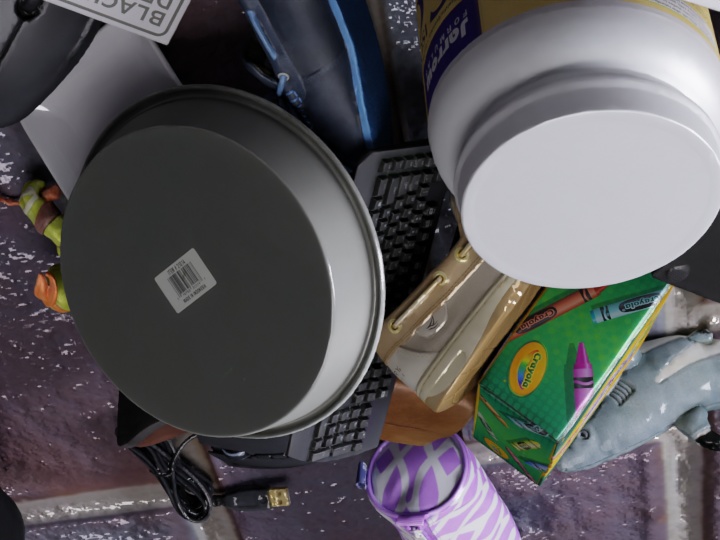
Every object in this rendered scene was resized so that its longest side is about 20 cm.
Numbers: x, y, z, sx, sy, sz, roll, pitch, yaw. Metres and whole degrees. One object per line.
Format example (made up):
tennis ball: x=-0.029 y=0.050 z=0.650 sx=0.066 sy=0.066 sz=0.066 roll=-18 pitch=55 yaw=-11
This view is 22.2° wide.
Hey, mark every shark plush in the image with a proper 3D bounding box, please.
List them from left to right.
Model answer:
shark plush: x=0.224 y=0.093 z=1.241 sx=0.198 sy=0.084 sz=0.091 roll=1 pitch=140 yaw=-5

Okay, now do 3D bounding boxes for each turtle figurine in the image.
turtle figurine: x=-0.138 y=-0.010 z=1.103 sx=0.160 sy=0.065 sz=0.200 roll=-20 pitch=138 yaw=19

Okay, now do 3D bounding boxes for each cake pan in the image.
cake pan: x=-0.083 y=0.002 z=0.991 sx=0.198 sy=0.037 sz=0.203 roll=9 pitch=111 yaw=25

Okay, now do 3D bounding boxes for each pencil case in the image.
pencil case: x=0.070 y=0.195 z=1.350 sx=0.083 sy=0.086 sz=0.200 roll=-15 pitch=140 yaw=16

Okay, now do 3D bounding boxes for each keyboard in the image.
keyboard: x=0.023 y=0.016 z=1.044 sx=0.126 sy=0.021 sz=0.202 roll=-15 pitch=129 yaw=-45

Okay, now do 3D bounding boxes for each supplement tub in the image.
supplement tub: x=0.100 y=-0.108 z=0.898 sx=0.144 sy=0.201 sz=0.146 roll=-2 pitch=140 yaw=-2

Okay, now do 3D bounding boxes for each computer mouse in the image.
computer mouse: x=-0.188 y=-0.135 z=0.958 sx=0.137 sy=0.053 sz=0.200 roll=18 pitch=136 yaw=-25
computer mouse: x=-0.062 y=0.133 z=1.295 sx=0.198 sy=0.046 sz=0.141 roll=-14 pitch=138 yaw=11

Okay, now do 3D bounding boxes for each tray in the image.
tray: x=-0.105 y=-0.037 z=1.025 sx=0.107 sy=0.022 sz=0.201 roll=-32 pitch=91 yaw=32

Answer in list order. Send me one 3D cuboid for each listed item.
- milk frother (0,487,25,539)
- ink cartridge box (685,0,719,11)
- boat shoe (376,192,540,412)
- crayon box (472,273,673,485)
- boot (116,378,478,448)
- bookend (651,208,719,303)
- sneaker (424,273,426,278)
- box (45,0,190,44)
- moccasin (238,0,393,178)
milk frother: x=-0.336 y=0.177 z=1.208 sx=0.178 sy=0.202 sz=0.189 roll=-5 pitch=140 yaw=8
ink cartridge box: x=0.129 y=-0.204 z=0.827 sx=0.198 sy=0.146 sz=0.084 roll=13 pitch=138 yaw=-19
boat shoe: x=0.075 y=-0.021 z=1.001 sx=0.201 sy=0.069 sz=0.074 roll=-55 pitch=166 yaw=3
crayon box: x=0.124 y=0.054 z=1.098 sx=0.058 sy=0.119 sz=0.200 roll=35 pitch=171 yaw=10
boot: x=-0.045 y=0.080 z=1.175 sx=0.198 sy=0.069 sz=0.188 roll=11 pitch=150 yaw=-25
bookend: x=0.248 y=-0.067 z=0.967 sx=0.197 sy=0.201 sz=0.092 roll=19 pitch=136 yaw=-21
sneaker: x=0.000 y=0.000 z=1.120 sx=0.076 sy=0.079 sz=0.201 roll=1 pitch=140 yaw=6
box: x=-0.099 y=-0.213 z=0.839 sx=0.116 sy=0.060 sz=0.201 roll=18 pitch=125 yaw=-24
moccasin: x=-0.032 y=-0.127 z=0.977 sx=0.067 sy=0.081 sz=0.201 roll=-9 pitch=126 yaw=14
